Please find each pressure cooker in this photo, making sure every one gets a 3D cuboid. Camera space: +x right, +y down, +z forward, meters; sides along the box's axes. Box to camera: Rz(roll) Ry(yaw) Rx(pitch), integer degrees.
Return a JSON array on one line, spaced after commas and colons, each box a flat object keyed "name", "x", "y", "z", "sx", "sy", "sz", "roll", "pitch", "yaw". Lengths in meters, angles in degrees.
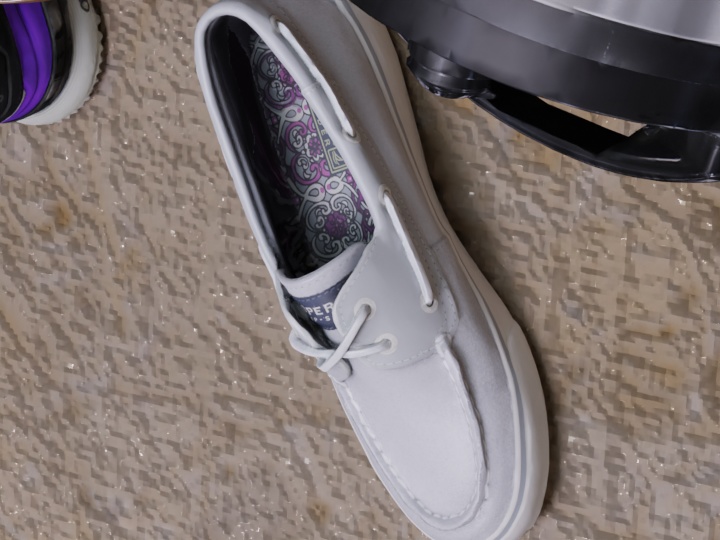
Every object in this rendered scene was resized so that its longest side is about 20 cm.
[{"name": "pressure cooker", "x": 0.073, "y": -0.128, "z": 0.811, "sx": 0.178, "sy": 0.176, "sz": 0.200, "roll": 11, "pitch": 115, "yaw": -12}]

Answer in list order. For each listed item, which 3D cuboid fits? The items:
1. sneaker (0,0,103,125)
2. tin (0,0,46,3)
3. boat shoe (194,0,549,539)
[{"name": "sneaker", "x": -0.167, "y": -0.138, "z": 1.014, "sx": 0.070, "sy": 0.099, "sz": 0.200, "roll": -35, "pitch": 81, "yaw": 31}, {"name": "tin", "x": -0.069, "y": -0.153, "z": 0.943, "sx": 0.200, "sy": 0.042, "sz": 0.112, "roll": -18, "pitch": 85, "yaw": 8}, {"name": "boat shoe", "x": 0.000, "y": 0.000, "z": 0.955, "sx": 0.072, "sy": 0.068, "sz": 0.200, "roll": -15, "pitch": 92, "yaw": 34}]
